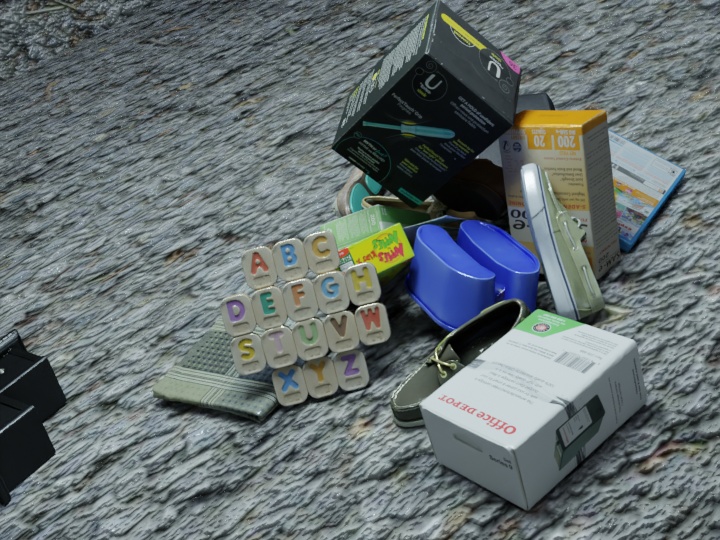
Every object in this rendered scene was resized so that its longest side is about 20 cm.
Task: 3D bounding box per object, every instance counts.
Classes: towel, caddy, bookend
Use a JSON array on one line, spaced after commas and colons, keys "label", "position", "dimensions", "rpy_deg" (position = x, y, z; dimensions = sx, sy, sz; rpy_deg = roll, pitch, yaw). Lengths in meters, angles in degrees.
[{"label": "towel", "position": [-0.150, 0.123, 1.500], "dimensions": [0.197, 0.035, 0.193], "rpy_deg": [7, 40, 35]}, {"label": "caddy", "position": [0.139, 0.019, 1.429], "dimensions": [0.139, 0.107, 0.200], "rpy_deg": [-7, 29, -23]}, {"label": "bookend", "position": [-0.462, 0.186, 1.497], "dimensions": [0.198, 0.093, 0.198], "rpy_deg": [11, 39, 41]}]

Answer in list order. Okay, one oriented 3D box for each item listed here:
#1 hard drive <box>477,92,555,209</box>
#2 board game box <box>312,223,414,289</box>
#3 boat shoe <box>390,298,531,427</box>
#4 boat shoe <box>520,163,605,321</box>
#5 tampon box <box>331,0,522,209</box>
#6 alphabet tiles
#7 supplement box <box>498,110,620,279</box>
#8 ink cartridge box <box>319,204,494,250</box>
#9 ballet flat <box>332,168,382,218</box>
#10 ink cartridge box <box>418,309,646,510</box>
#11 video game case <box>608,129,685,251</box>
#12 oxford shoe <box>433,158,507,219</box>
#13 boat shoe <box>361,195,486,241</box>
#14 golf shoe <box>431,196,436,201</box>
[{"label": "hard drive", "position": [0.227, -0.178, 1.661], "dimensions": [0.132, 0.043, 0.203], "rpy_deg": [-4, 53, 11]}, {"label": "board game box", "position": [0.000, 0.000, 1.493], "dimensions": [0.100, 0.048, 0.200], "rpy_deg": [-25, -6, -12]}, {"label": "boat shoe", "position": [0.114, 0.103, 1.306], "dimensions": [0.200, 0.061, 0.072], "rpy_deg": [-33, 45, -3]}, {"label": "boat shoe", "position": [0.245, -0.037, 1.395], "dimensions": [0.061, 0.204, 0.072], "rpy_deg": [-16, -6, 5]}, {"label": "tampon box", "position": [0.086, -0.211, 1.466], "dimensions": [0.200, 0.149, 0.127], "rpy_deg": [-39, 25, 39]}, {"label": "alphabet tiles", "position": [-0.066, 0.060, 1.381], "dimensions": [0.196, 0.199, 0.015], "rpy_deg": [-13, 7, 3]}, {"label": "supplement box", "position": [0.255, -0.098, 1.457], "dimensions": [0.125, 0.203, 0.073], "rpy_deg": [6, 25, 39]}, {"label": "ink cartridge box", "position": [0.064, -0.063, 1.562], "dimensions": [0.198, 0.049, 0.145], "rpy_deg": [-19, -12, 32]}, {"label": "ballet flat", "position": [-0.007, -0.112, 1.805], "dimensions": [0.067, 0.069, 0.201], "rpy_deg": [-27, 17, 27]}, {"label": "ink cartridge box", "position": [0.182, 0.141, 1.204], "dimensions": [0.199, 0.085, 0.145], "rpy_deg": [-34, 32, -27]}, {"label": "video game case", "position": [0.348, -0.117, 1.567], "dimensions": [0.142, 0.018, 0.200], "rpy_deg": [31, 48, 17]}, {"label": "oxford shoe", "position": [0.147, -0.127, 1.582], "dimensions": [0.071, 0.072, 0.199], "rpy_deg": [-46, 38, -15]}, {"label": "boat shoe", "position": [0.089, -0.076, 1.667], "dimensions": [0.197, 0.064, 0.073], "rpy_deg": [0, 32, 29]}, {"label": "golf shoe", "position": [0.199, -0.130, 1.691], "dimensions": [0.197, 0.079, 0.098], "rpy_deg": [-15, 34, 9]}]
